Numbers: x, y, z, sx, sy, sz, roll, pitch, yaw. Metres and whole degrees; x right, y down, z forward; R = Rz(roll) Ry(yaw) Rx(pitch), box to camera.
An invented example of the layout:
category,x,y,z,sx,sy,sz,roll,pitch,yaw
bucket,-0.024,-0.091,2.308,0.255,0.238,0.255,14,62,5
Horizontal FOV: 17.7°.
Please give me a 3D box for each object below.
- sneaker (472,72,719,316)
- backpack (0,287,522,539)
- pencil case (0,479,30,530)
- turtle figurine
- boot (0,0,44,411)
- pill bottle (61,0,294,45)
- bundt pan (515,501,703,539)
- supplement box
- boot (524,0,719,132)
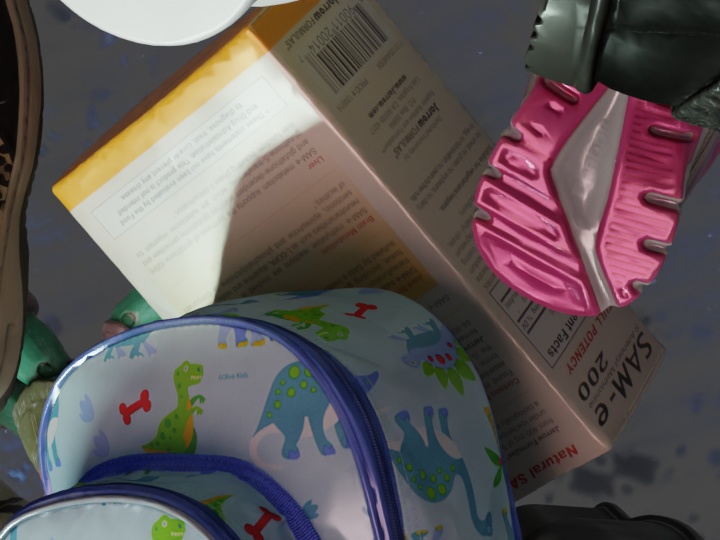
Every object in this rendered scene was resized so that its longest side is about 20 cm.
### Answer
category,x,y,z,sx,sy,sz,roll,pitch,yaw
sneaker,0.100,-0.087,0.757,0.081,0.088,0.201,30,106,3
backpack,-0.034,0.111,0.781,0.182,0.146,0.202,-8,91,40
pencil case,-0.132,0.148,0.947,0.199,0.089,0.078,35,113,6
turtle figurine,-0.097,0.053,0.936,0.199,0.101,0.151,26,123,19
boot,-0.195,-0.041,0.847,0.073,0.150,0.202,4,92,41
pill bottle,-0.024,-0.148,0.698,0.111,0.200,0.112,13,125,19
bundt pan,0.061,0.180,0.870,0.075,0.203,0.201,20,142,-40
supplement box,0.000,0.000,0.864,0.126,0.074,0.200,-33,101,38
boot,0.139,-0.095,0.623,0.157,0.080,0.211,24,152,8
